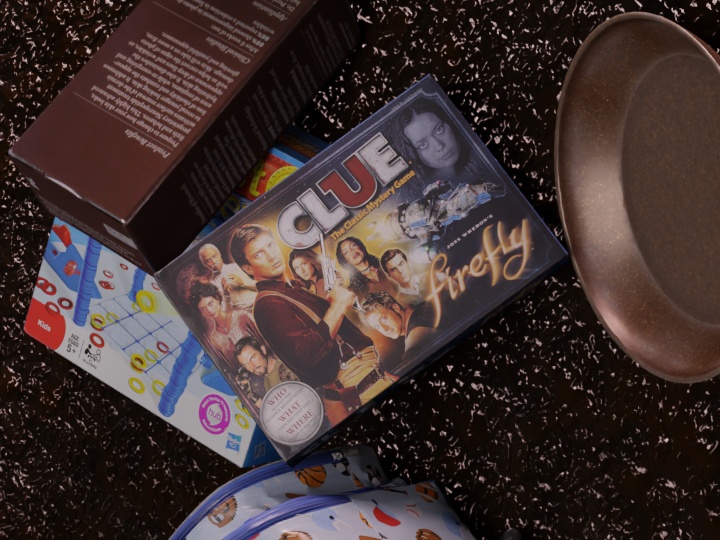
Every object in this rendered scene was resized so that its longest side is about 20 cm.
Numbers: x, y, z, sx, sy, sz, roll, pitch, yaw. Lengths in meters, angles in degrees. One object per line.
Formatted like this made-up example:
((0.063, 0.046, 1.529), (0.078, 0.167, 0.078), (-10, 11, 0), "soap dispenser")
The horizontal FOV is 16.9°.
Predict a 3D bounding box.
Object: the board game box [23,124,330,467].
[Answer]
((-0.102, -0.010, 1.524), (0.200, 0.056, 0.196), (28, 111, 30), "board game box")

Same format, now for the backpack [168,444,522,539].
((-0.036, 0.196, 1.419), (0.154, 0.190, 0.200), (46, 120, 22), "backpack")

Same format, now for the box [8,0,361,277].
((-0.101, -0.104, 1.438), (0.100, 0.075, 0.200), (31, 71, 29), "box")

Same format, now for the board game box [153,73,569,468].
((0.000, 0.000, 1.396), (0.200, 0.035, 0.136), (-37, 78, -2), "board game box")

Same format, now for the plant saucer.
((0.171, -0.041, 1.301), (0.200, 0.037, 0.201), (37, 133, 54), "plant saucer")
